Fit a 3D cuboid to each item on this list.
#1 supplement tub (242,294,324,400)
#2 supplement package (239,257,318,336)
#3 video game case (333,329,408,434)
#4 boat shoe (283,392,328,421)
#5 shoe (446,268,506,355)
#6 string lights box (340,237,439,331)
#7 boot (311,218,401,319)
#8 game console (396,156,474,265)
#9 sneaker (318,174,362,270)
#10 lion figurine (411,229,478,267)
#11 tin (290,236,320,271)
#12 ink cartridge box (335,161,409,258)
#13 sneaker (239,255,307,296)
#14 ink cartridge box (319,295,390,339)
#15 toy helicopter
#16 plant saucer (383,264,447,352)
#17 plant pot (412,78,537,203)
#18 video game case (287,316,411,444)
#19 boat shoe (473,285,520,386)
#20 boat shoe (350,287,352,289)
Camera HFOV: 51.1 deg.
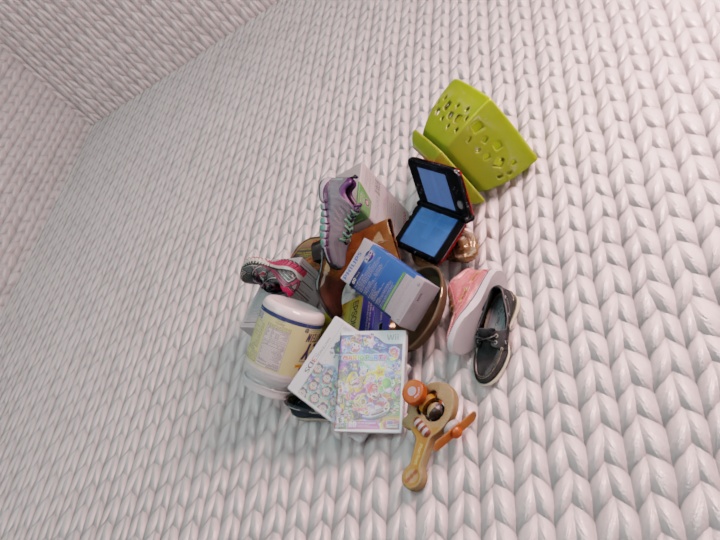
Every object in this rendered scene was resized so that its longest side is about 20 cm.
[{"bbox_3d":[-0.173,0.169,1.664,0.145,0.144,0.201,27,101,53],"label":"supplement tub"},{"bbox_3d":[-0.184,0.081,1.827,0.113,0.110,0.201,-2,54,43],"label":"supplement package"},{"bbox_3d":[0.021,0.219,1.486,0.142,0.018,0.202,-3,71,21],"label":"video game case"},{"bbox_3d":[-0.076,0.272,1.580,0.199,0.062,0.075,-9,49,39],"label":"boat shoe"},{"bbox_3d":[0.206,0.078,1.487,0.091,0.072,0.201,6,55,49],"label":"shoe"},{"bbox_3d":[0.057,0.026,1.533,0.200,0.059,0.103,38,100,42],"label":"string lights box"},{"bbox_3d":[0.000,0.000,1.657,0.199,0.068,0.190,-14,71,20],"label":"boot"},{"bbox_3d":[0.137,-0.132,1.601,0.118,0.173,0.200,-29,27,-18],"label":"game console"},{"bbox_3d":[-0.037,-0.103,1.603,0.087,0.074,0.202,-6,89,27],"label":"sneaker"},{"bbox_3d":[0.176,-0.046,1.644,0.200,0.072,0.123,-30,50,43],"label":"lion figurine"},{"bbox_3d":[-0.099,-0.036,1.918,0.199,0.042,0.113,-3,57,43],"label":"tin"},{"bbox_3d":[0.026,-0.126,1.744,0.087,0.200,0.146,-25,42,30],"label":"ink cartridge box"},{"bbox_3d":[-0.218,0.016,1.762,0.199,0.081,0.075,0,57,44],"label":"sneaker"},{"bbox_3d":[-0.023,0.152,1.638,0.199,0.047,0.199,-31,37,36],"label":"ink cartridge box"},{"bbox_3d":[0.129,0.302,1.362,0.132,0.079,0.201,6,71,37],"label":"toy helicopter"},{"bbox_3d":[0.116,0.084,1.554,0.200,0.029,0.201,-46,28,33],"label":"plant saucer"},{"bbox_3d":[0.239,-0.279,1.680,0.181,0.199,0.200,-44,30,8],"label":"plant pot"},{"bbox_3d":[-0.024,0.219,1.526,0.199,0.024,0.183,32,85,24],"label":"video game case"},{"bbox_3d":[0.246,0.116,1.409,0.074,0.066,0.200,1,57,43],"label":"boat shoe"},{"bbox_3d":[0.007,-0.037,1.803,0.061,0.073,0.201,-6,46,10],"label":"boat shoe"}]
